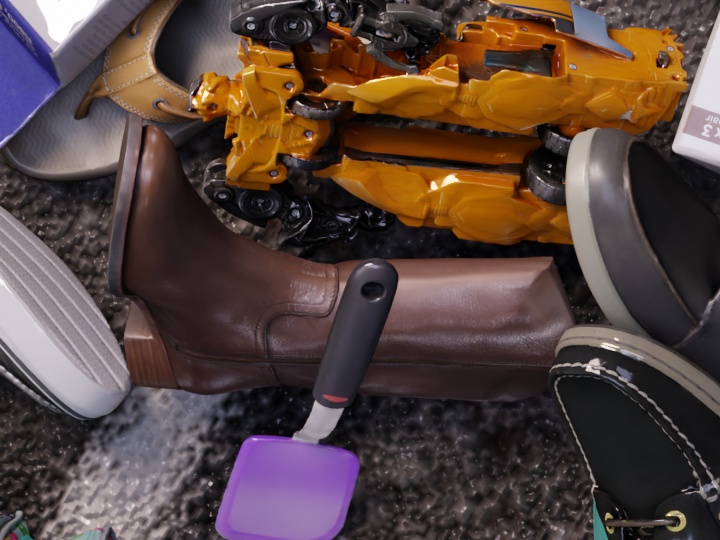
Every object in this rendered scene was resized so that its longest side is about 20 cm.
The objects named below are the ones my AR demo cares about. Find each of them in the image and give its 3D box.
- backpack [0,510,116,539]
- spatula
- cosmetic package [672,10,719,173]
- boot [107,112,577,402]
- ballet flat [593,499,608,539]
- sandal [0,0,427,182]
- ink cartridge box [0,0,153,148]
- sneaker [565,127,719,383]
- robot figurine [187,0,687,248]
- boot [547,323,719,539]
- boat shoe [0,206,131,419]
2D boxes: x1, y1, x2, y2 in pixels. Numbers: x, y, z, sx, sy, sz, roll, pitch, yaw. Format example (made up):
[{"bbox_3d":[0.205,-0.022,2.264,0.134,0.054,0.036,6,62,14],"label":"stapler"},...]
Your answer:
[{"bbox_3d":[-0.158,0.193,1.019,0.150,0.200,0.178,-13,90,6],"label":"backpack"},{"bbox_3d":[-0.015,0.059,1.030,0.056,0.200,0.021,10,52,-10],"label":"spatula"},{"bbox_3d":[0.187,-0.065,0.977,0.113,0.200,0.081,19,94,4],"label":"cosmetic package"},{"bbox_3d":[0.000,0.000,1.012,0.199,0.187,0.064,4,62,3],"label":"boot"},{"bbox_3d":[0.129,0.156,1.061,0.062,0.067,0.201,5,95,-23],"label":"ballet flat"},{"bbox_3d":[-0.069,-0.091,1.074,0.199,0.055,0.082,-10,91,6],"label":"sandal"},{"bbox_3d":[-0.155,-0.187,1.064,0.200,0.041,0.200,-45,73,5],"label":"ink cartridge box"},{"bbox_3d":[0.169,0.004,0.997,0.106,0.075,0.200,-16,131,33],"label":"sneaker"},{"bbox_3d":[0.028,-0.066,1.029,0.199,0.058,0.145,8,134,-6],"label":"robot figurine"},{"bbox_3d":[0.112,0.138,0.967,0.154,0.073,0.204,-52,121,-30],"label":"boot"},{"bbox_3d":[-0.186,0.003,1.089,0.200,0.072,0.071,44,104,13],"label":"boat shoe"}]
